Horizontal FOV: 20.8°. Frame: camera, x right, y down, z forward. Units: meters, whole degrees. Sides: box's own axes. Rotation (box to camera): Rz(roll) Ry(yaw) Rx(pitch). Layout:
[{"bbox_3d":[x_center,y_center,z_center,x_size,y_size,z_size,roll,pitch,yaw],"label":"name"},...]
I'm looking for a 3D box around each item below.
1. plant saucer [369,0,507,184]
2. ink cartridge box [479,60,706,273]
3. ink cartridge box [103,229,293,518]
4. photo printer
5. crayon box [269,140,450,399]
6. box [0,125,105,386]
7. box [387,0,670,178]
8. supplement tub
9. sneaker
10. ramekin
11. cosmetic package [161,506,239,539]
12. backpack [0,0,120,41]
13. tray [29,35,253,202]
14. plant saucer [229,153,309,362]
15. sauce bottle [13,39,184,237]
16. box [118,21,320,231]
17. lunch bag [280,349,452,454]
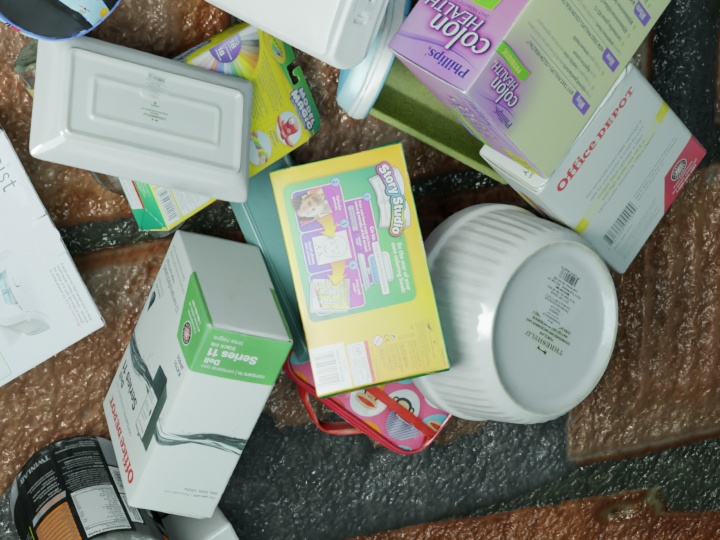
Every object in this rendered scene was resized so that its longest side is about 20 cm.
[{"bbox_3d":[0.102,-0.207,1.769,0.199,0.048,0.201,25,99,-31],"label":"plant saucer"},{"bbox_3d":[0.216,-0.108,1.803,0.146,0.083,0.200,-54,144,-1],"label":"ink cartridge box"},{"bbox_3d":[-0.144,0.091,1.690,0.082,0.147,0.201,11,120,-26],"label":"ink cartridge box"},{"bbox_3d":[-0.057,-0.275,1.580,0.069,0.199,0.168,0,115,-53],"label":"photo printer"},{"bbox_3d":[0.000,0.000,1.690,0.118,0.058,0.202,-12,87,1],"label":"crayon box"},{"bbox_3d":[-0.334,-0.005,1.613,0.176,0.097,0.201,-32,121,-12],"label":"box"},{"bbox_3d":[0.147,-0.211,1.655,0.201,0.096,0.176,-56,145,-2],"label":"box"},{"bbox_3d":[-0.226,0.244,1.700,0.121,0.200,0.123,-11,124,-17],"label":"supplement tub"},{"bbox_3d":[-0.021,-0.236,1.657,0.129,0.080,0.202,16,83,-6],"label":"sneaker"},{"bbox_3d":[0.141,0.044,1.774,0.199,0.105,0.202,-8,103,-36],"label":"ramekin"},{"bbox_3d":[-0.198,0.307,1.824,0.199,0.074,0.102,-31,121,-14],"label":"cosmetic package"},{"bbox_3d":[-0.262,-0.282,1.503,0.199,0.134,0.183,35,86,-32],"label":"backpack"},{"bbox_3d":[-0.167,-0.124,1.566,0.199,0.022,0.108,12,73,-34],"label":"tray"},{"bbox_3d":[-0.062,-0.024,1.730,0.069,0.019,0.201,-24,90,-15],"label":"plant saucer"},{"bbox_3d":[-0.213,-0.112,1.647,0.065,0.065,0.201,-37,122,-8],"label":"sauce bottle"},{"bbox_3d":[-0.124,-0.130,1.651,0.199,0.048,0.118,-34,112,-35],"label":"box"},{"bbox_3d":[0.012,0.075,1.828,0.200,0.082,0.176,37,96,-31],"label":"lunch bag"}]
